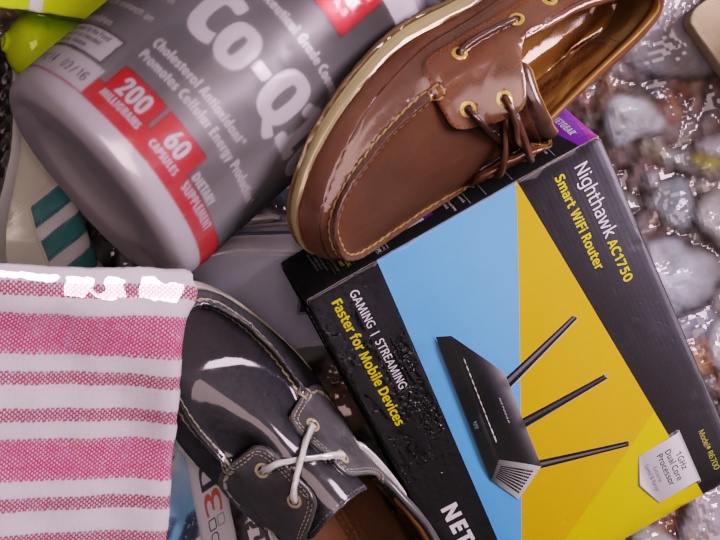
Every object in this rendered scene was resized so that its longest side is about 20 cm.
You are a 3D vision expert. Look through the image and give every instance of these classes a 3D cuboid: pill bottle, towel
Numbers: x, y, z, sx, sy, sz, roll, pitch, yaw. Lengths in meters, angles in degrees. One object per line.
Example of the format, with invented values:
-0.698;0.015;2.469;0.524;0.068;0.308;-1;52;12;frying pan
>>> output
-0.046;-0.100;0.919;0.200;0.114;0.114;-43;93;-16;pill bottle
-0.135;0.095;0.831;0.146;0.030;0.200;-1;104;-39;towel

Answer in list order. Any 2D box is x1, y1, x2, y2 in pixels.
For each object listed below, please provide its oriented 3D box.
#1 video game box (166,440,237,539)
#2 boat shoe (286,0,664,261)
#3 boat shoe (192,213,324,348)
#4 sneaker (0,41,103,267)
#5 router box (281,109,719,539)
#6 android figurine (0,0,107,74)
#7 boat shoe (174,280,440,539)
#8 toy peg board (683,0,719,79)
-0.138;0.144;0.909;0.200;0.047;0.182;-30;118;-39;video game box
0.051;-0.076;0.894;0.068;0.072;0.200;32;67;35;boat shoe
0.000;0.000;0.984;0.200;0.065;0.074;7;113;-22;boat shoe
-0.157;-0.006;0.981;0.070;0.093;0.200;-19;65;29;sneaker
0.073;0.045;0.961;0.149;0.051;0.200;-30;119;-4;router box
-0.122;-0.175;0.951;0.200;0.041;0.182;3;98;-28;android figurine
-0.025;0.084;0.917;0.072;0.068;0.200;-44;114;-18;boat shoe
0.298;-0.103;0.991;0.199;0.098;0.200;-37;93;-3;toy peg board
